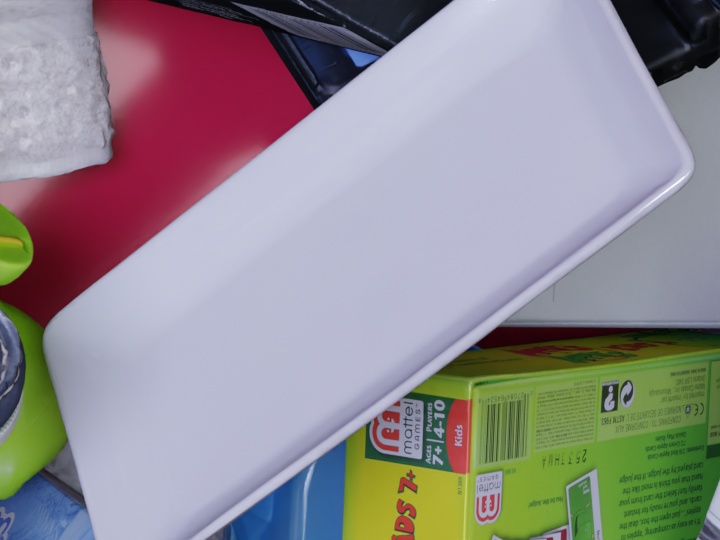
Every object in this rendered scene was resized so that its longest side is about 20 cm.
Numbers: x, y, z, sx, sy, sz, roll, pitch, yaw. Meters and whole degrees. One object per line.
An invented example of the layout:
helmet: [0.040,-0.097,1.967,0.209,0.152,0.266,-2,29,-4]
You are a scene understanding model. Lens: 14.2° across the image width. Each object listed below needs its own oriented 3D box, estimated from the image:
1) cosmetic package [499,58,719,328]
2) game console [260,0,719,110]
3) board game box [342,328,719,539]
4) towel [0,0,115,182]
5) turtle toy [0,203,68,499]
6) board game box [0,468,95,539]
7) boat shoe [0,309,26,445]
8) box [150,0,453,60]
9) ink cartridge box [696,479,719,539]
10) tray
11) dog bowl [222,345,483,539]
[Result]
cosmetic package: [0.091,-0.034,0.959,0.200,0.090,0.107,3,93,-18]
game console: [0.034,-0.152,0.867,0.176,0.116,0.200,-25,57,-11]
board game box: [0.073,0.075,0.922,0.200,0.048,0.102,-4,99,-52]
towel: [-0.178,-0.088,0.897,0.200,0.034,0.133,-6,106,-15]
turtle toy: [-0.165,0.000,0.842,0.200,0.146,0.101,28,115,-23]
board game box: [-0.121,0.163,0.853,0.043,0.199,0.200,36,84,-22]
boat shoe: [-0.174,0.012,0.708,0.200,0.062,0.075,9,55,-20]
box: [-0.031,-0.180,0.829,0.124,0.148,0.200,23,85,-55]
ink cartridge box: [0.173,0.101,0.924,0.145,0.083,0.200,-10,125,-48]
tray: [0.000,0.000,0.792,0.200,0.107,0.022,-37,136,17]
dog bowl: [0.003,0.116,0.962,0.111,0.050,0.200,3,94,-15]
